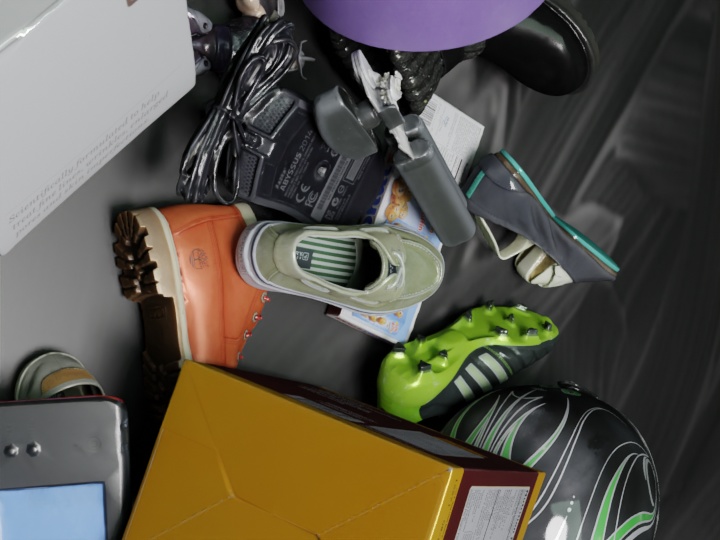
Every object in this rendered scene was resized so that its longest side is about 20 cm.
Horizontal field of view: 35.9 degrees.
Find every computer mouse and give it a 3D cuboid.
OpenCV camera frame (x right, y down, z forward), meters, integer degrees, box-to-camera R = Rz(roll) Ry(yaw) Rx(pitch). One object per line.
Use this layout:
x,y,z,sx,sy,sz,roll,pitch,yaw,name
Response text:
-0.053,-0.093,0.808,0.200,0.053,0.139,27,93,-55,computer mouse

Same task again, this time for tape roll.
0.046,-0.255,0.795,0.200,0.200,0.085,-43,150,-23,tape roll

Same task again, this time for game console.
-0.234,0.183,0.708,0.176,0.031,0.202,-2,95,-6,game console

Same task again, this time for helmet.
0.132,0.194,0.884,0.190,0.199,0.202,-13,100,-48,helmet

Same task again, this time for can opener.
0.029,-0.085,0.828,0.066,0.053,0.200,-26,140,15,can opener

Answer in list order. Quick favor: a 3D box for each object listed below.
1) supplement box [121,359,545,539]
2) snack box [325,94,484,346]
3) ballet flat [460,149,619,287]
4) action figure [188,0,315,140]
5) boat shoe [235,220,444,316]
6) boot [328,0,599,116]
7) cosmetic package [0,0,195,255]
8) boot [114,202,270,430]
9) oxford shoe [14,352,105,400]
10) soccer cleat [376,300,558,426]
-0.011,0.161,0.741,0.200,0.196,0.134,24,85,-63,supplement box
0.039,-0.043,0.911,0.072,0.024,0.201,27,78,-32,snack box
0.150,-0.030,0.961,0.200,0.073,0.073,37,73,-41,ballet flat
-0.115,-0.158,0.783,0.199,0.069,0.131,2,87,-36,action figure
0.000,0.000,0.822,0.199,0.062,0.073,3,94,-44,boat shoe
0.084,-0.173,0.881,0.211,0.079,0.158,37,59,-12,boot
-0.219,-0.152,0.606,0.200,0.165,0.165,41,71,11,cosmetic package
-0.103,0.048,0.801,0.107,0.075,0.201,-14,99,-37,boot
-0.193,0.156,0.756,0.075,0.058,0.201,-12,101,-33,oxford shoe
0.088,0.081,0.933,0.199,0.067,0.081,-16,131,-39,soccer cleat
